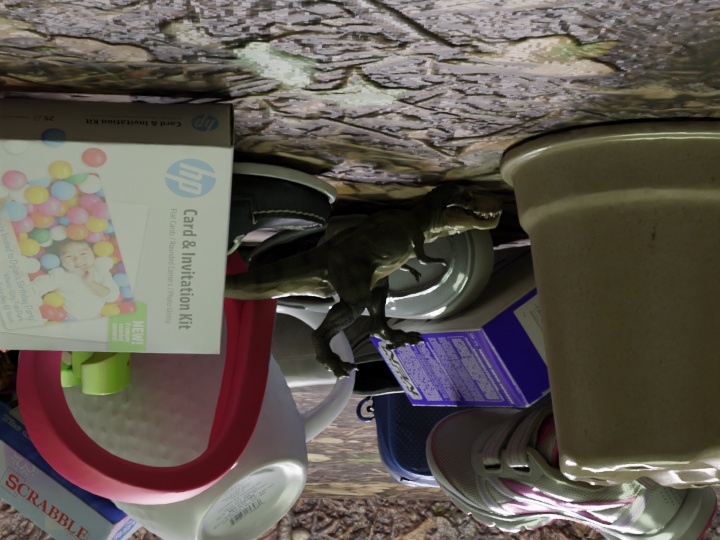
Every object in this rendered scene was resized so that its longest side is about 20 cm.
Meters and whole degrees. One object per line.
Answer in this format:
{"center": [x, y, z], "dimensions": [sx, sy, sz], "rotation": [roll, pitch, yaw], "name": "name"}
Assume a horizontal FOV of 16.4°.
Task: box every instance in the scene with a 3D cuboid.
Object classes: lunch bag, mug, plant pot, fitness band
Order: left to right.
{"center": [-0.124, 0.043, 1.447], "dimensions": [0.143, 0.201, 0.037], "rotation": [20, 145, -17], "name": "fitness band"}
{"center": [-0.098, 0.081, 1.646], "dimensions": [0.200, 0.175, 0.148], "rotation": [-27, 149, -22], "name": "mug"}
{"center": [0.096, 0.107, 1.988], "dimensions": [0.199, 0.137, 0.132], "rotation": [1, 169, 0], "name": "lunch bag"}
{"center": [0.178, 0.027, 1.418], "dimensions": [0.199, 0.184, 0.200], "rotation": [1, 170, 0], "name": "plant pot"}

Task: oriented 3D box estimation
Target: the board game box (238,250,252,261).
{"center": [-0.044, 0.004, 1.760], "dimensions": [0.199, 0.024, 0.105], "rotation": [1, 167, 0], "name": "board game box"}

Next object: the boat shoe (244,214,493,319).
{"center": [0.000, -0.001, 1.582], "dimensions": [0.071, 0.070, 0.200], "rotation": [-1, 176, -39], "name": "boat shoe"}

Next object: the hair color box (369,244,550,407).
{"center": [0.095, 0.035, 1.604], "dimensions": [0.109, 0.065, 0.200], "rotation": [-34, -170, -17], "name": "hair color box"}

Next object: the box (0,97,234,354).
{"center": [-0.171, -0.023, 1.342], "dimensions": [0.199, 0.041, 0.156], "rotation": [1, 133, -6], "name": "box"}

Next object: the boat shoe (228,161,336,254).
{"center": [-0.103, -0.034, 1.438], "dimensions": [0.199, 0.061, 0.076], "rotation": [7, 168, -29], "name": "boat shoe"}

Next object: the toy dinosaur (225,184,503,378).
{"center": [-0.004, 0.012, 1.482], "dimensions": [0.199, 0.089, 0.047], "rotation": [-19, -169, -23], "name": "toy dinosaur"}

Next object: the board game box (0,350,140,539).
{"center": [-0.213, 0.100, 1.741], "dimensions": [0.200, 0.041, 0.199], "rotation": [35, -156, 8], "name": "board game box"}

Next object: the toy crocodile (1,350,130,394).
{"center": [-0.223, 0.021, 1.565], "dimensions": [0.200, 0.068, 0.062], "rotation": [30, -144, 19], "name": "toy crocodile"}

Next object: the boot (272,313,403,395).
{"center": [-0.002, 0.057, 1.808], "dimensions": [0.199, 0.068, 0.131], "rotation": [-9, -168, 11], "name": "boot"}

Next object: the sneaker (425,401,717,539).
{"center": [0.121, 0.113, 1.545], "dimensions": [0.199, 0.082, 0.088], "rotation": [8, 144, 36], "name": "sneaker"}
